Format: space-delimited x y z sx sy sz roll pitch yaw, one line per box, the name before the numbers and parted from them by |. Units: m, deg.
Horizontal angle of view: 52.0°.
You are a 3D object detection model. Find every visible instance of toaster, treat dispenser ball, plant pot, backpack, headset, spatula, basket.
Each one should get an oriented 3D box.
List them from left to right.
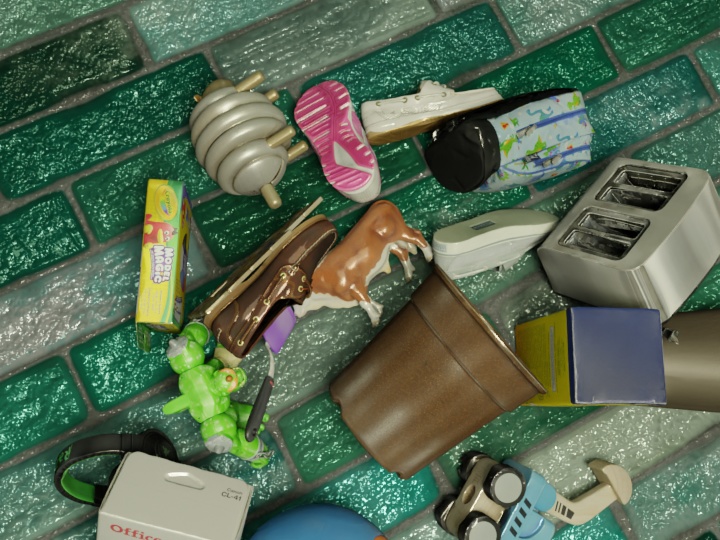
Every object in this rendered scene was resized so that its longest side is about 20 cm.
headset | -0.252 0.250 0.863 0.200 0.124 0.094 13 40 -29
spatula | -0.112 0.119 0.898 0.020 0.057 0.200 -8 44 17
treat dispenser ball | -0.048 0.366 0.827 0.200 0.201 0.202 1 79 -7
plant pot | 0.082 0.131 0.885 0.198 0.200 0.200 -42 86 5
backpack | 0.214 -0.174 0.991 0.200 0.163 0.154 -35 94 -18
toaster | 0.352 -0.035 0.943 0.181 0.200 0.119 -48 125 -13
basket | 0.430 0.117 0.959 0.199 0.180 0.136 -1 113 1

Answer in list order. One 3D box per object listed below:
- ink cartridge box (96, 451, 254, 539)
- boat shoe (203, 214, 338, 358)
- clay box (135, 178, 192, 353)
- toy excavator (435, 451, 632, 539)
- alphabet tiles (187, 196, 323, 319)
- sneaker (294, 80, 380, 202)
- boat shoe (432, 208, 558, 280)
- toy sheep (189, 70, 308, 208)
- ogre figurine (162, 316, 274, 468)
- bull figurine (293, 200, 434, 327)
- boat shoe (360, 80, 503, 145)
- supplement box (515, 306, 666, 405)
ink cartridge box | -0.212 0.311 0.820 0.147 0.200 0.086 15 36 -2
boat shoe | -0.094 0.021 0.893 0.070 0.070 0.200 41 83 23
clay box | -0.242 0.000 0.915 0.047 0.115 0.201 2 80 -7
toy excavator | 0.225 0.298 0.936 0.200 0.100 0.195 34 79 -13
alphabet tiles | -0.128 -0.015 0.899 0.008 0.167 0.200 47 72 -10
sneaker | -0.028 -0.167 0.993 0.081 0.088 0.200 -22 61 6
boat shoe | 0.181 -0.034 0.997 0.200 0.070 0.072 -15 120 -26
toy sheep | -0.148 -0.166 0.950 0.138 0.138 0.200 -24 67 -10
ogre figurine | -0.174 0.148 0.890 0.098 0.120 0.201 -8 85 12
bull figurine | 0.000 0.000 0.971 0.121 0.065 0.200 42 80 -2
boat shoe | 0.097 -0.232 1.020 0.199 0.071 0.070 -14 82 -8
supplement box | 0.274 0.112 0.912 0.108 0.200 0.110 1 80 -6
